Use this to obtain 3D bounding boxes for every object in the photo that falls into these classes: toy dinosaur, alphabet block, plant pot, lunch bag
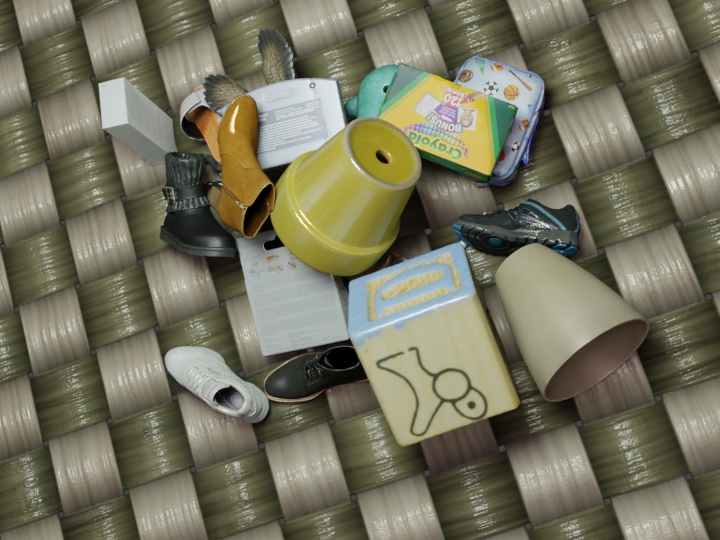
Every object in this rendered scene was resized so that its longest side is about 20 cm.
[{"bbox_3d":[-0.241,-0.172,1.695,0.088,0.047,0.200,-12,72,7],"label":"toy dinosaur"},{"bbox_3d":[0.105,0.106,1.438,0.195,0.196,0.200,-19,112,10],"label":"alphabet block"},{"bbox_3d":[0.294,0.061,1.463,0.187,0.187,0.200,-37,61,4],"label":"plant pot"},{"bbox_3d":[0.211,-0.237,1.584,0.160,0.076,0.200,21,85,11],"label":"lunch bag"},{"bbox_3d":[-0.009,-0.122,1.460,0.189,0.201,0.201,-46,66,47],"label":"plant pot"}]

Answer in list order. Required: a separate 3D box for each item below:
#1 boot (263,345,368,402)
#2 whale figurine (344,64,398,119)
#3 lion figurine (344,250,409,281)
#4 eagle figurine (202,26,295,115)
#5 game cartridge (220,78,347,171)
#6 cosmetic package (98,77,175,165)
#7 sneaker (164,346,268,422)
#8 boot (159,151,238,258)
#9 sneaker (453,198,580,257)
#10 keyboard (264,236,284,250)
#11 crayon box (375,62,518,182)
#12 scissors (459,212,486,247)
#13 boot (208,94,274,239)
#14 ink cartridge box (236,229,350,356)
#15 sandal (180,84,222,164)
[{"bbox_3d":[-0.075,0.155,1.538,0.200,0.138,0.078,-19,76,10],"label":"boot"},{"bbox_3d":[0.037,-0.248,1.610,0.159,0.104,0.200,27,84,16],"label":"whale figurine"},{"bbox_3d":[0.000,0.000,1.597,0.200,0.072,0.123,40,98,31],"label":"lion figurine"},{"bbox_3d":[-0.152,-0.284,1.642,0.151,0.200,0.152,-14,33,48],"label":"eagle figurine"},{"bbox_3d":[-0.120,-0.236,1.569,0.200,0.041,0.133,-11,93,11],"label":"game cartridge"},{"bbox_3d":[-0.378,-0.249,1.658,0.051,0.200,0.083,-13,76,10],"label":"cosmetic package"},{"bbox_3d":[-0.243,0.179,1.593,0.200,0.100,0.075,27,88,18],"label":"sneaker"},{"bbox_3d":[-0.269,-0.111,1.611,0.211,0.079,0.158,22,107,45],"label":"boot"},{"bbox_3d":[0.249,-0.071,1.552,0.200,0.073,0.082,7,66,8],"label":"sneaker"},{"bbox_3d":[-0.113,-0.030,1.608,0.200,0.040,0.104,-20,73,27],"label":"keyboard"},{"bbox_3d":[0.131,-0.230,1.521,0.200,0.058,0.119,22,85,6],"label":"crayon box"},{"bbox_3d":[0.139,-0.014,1.586,0.073,0.014,0.200,20,85,17],"label":"scissors"},{"bbox_3d":[-0.168,-0.159,1.493,0.144,0.071,0.201,32,111,50],"label":"boot"},{"bbox_3d":[-0.105,0.028,1.581,0.162,0.050,0.200,-13,89,21],"label":"ink cartridge box"},{"bbox_3d":[-0.272,-0.256,1.661,0.207,0.059,0.079,57,133,45],"label":"sandal"}]
